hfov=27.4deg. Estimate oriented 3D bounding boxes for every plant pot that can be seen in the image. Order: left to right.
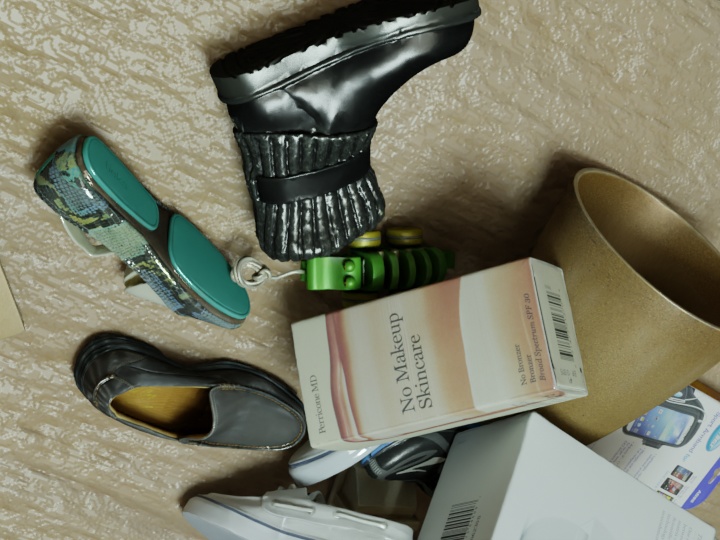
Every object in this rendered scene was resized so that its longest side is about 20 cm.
[{"bbox_3d":[0.188,0.055,1.196,0.185,0.187,0.201,22,119,-29],"label":"plant pot"}]

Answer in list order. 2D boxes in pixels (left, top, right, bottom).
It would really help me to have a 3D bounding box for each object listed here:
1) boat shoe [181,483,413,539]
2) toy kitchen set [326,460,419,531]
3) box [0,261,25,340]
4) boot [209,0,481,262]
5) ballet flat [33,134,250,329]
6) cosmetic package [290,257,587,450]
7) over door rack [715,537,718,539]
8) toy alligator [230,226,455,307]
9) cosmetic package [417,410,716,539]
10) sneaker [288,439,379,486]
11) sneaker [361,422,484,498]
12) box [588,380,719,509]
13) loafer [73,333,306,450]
[{"bbox_3d":[-0.050,0.209,1.196,0.066,0.198,0.074,-64,156,-26],"label":"boat shoe"},{"bbox_3d":[0.034,0.275,1.234,0.198,0.181,0.165,7,113,-29],"label":"toy kitchen set"},{"bbox_3d":[-0.355,0.007,1.037,0.198,0.021,0.165,-20,122,-11],"label":"box"},{"bbox_3d":[0.003,-0.108,1.081,0.209,0.080,0.159,-19,115,1],"label":"boot"},{"bbox_3d":[-0.162,-0.020,1.083,0.074,0.074,0.200,-39,121,2],"label":"ballet flat"},{"bbox_3d":[0.058,0.066,1.106,0.198,0.105,0.087,-17,166,23],"label":"cosmetic package"},{"bbox_3d":[0.259,0.344,1.417,0.199,0.066,0.149,-21,124,-35],"label":"over door rack"},{"bbox_3d":[0.000,0.000,1.136,0.198,0.054,0.060,-4,98,-30],"label":"toy alligator"},{"bbox_3d":[0.148,0.252,1.155,0.199,0.123,0.201,33,62,-17],"label":"cosmetic package"},{"bbox_3d":[0.012,0.096,1.210,0.199,0.073,0.071,-39,95,5],"label":"sneaker"},{"bbox_3d":[0.094,0.179,1.245,0.198,0.084,0.071,18,142,-26],"label":"sneaker"},{"bbox_3d":[0.262,0.145,1.342,0.199,0.042,0.120,28,104,-33],"label":"box"},{"bbox_3d":[-0.126,0.111,1.151,0.198,0.072,0.073,15,109,-28],"label":"loafer"}]
